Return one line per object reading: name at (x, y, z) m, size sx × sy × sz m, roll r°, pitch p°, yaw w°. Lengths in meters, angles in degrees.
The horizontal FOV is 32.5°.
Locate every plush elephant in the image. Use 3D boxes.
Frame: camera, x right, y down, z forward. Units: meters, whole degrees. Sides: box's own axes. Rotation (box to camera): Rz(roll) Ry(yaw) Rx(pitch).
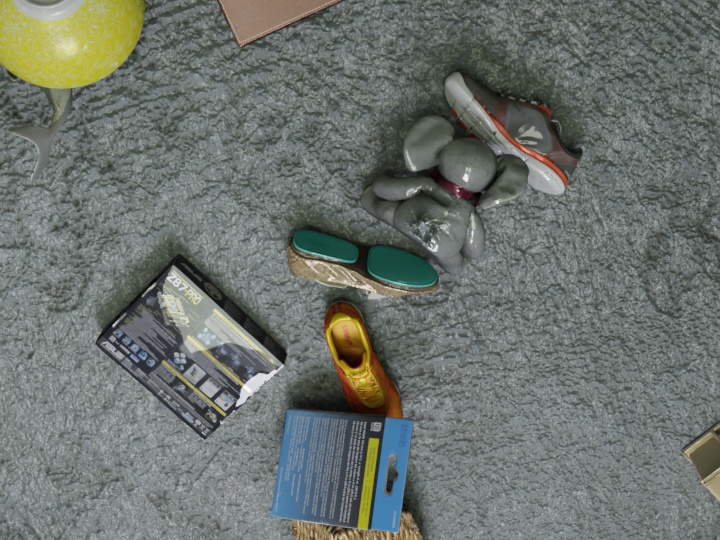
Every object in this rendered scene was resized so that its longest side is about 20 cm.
plush elephant at (0.107, -0.098, 1.496) m, size 0.165 × 0.200 × 0.155 m, roll 36°, pitch 89°, yaw -2°

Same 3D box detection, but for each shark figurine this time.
shark figurine at (-0.383, -0.214, 1.503) m, size 0.128 × 0.215 × 0.090 m, roll -16°, pitch 152°, yaw -21°

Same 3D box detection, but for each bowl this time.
bowl at (-0.351, -0.320, 1.418) m, size 0.200 × 0.108 × 0.201 m, roll 1°, pitch 82°, yaw -4°

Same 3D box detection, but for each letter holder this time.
letter holder at (-0.076, -0.369, 1.435) m, size 0.200 × 0.101 × 0.142 m, roll -23°, pitch 105°, yaw 10°

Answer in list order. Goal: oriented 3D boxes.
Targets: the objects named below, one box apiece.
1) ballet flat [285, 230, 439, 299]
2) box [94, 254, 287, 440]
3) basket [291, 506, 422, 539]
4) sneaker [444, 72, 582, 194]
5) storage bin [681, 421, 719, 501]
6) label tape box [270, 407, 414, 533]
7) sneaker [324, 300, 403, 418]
ballet flat at (0.000, 0.000, 1.586) m, size 0.200 × 0.071 × 0.065 m, roll 17°, pitch 136°, yaw -1°
box at (-0.223, 0.103, 1.631) m, size 0.200 × 0.049 × 0.161 m, roll 43°, pitch 107°, yaw -11°
basket at (-0.001, 0.396, 1.715) m, size 0.142 × 0.149 × 0.201 m, roll -14°, pitch 111°, yaw -28°
sneaker at (0.189, -0.182, 1.514) m, size 0.200 × 0.077 × 0.082 m, roll 42°, pitch 79°, yaw -12°
storage bin at (0.571, 0.265, 1.627) m, size 0.198 × 0.094 × 0.200 m, roll -41°, pitch 102°, yaw 14°
label tape box at (-0.010, 0.258, 1.589) m, size 0.200 × 0.063 × 0.145 m, roll 1°, pitch 76°, yaw 34°
sneaker at (-0.002, 0.138, 1.619) m, size 0.073 × 0.077 × 0.200 m, roll -23°, pitch 108°, yaw 9°
